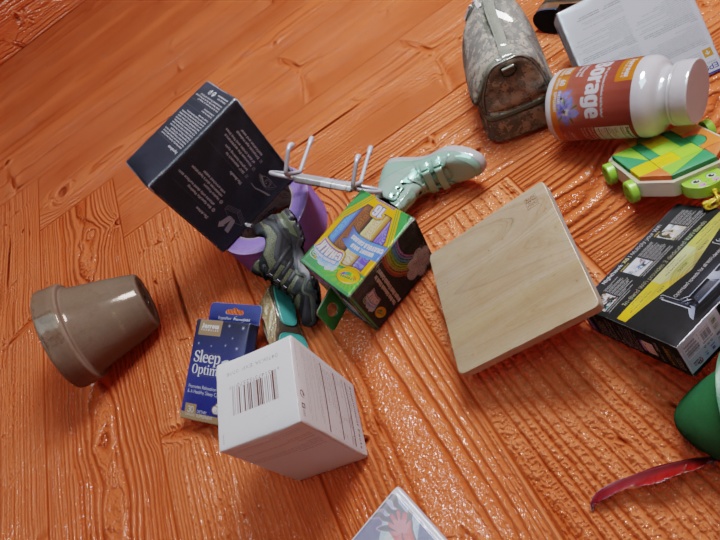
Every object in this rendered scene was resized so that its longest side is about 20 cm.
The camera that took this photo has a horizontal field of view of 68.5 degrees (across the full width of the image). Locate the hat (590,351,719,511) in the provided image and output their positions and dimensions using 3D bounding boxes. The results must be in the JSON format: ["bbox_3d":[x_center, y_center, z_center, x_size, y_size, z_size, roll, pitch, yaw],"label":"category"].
[{"bbox_3d":[0.382,0.175,0.600,0.197,0.176,0.168,4,67,-21],"label":"hat"}]

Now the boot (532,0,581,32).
[{"bbox_3d":[0.423,-0.489,0.958,0.199,0.075,0.098,22,75,37],"label":"boot"}]

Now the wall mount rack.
[{"bbox_3d":[-0.051,-0.185,0.914,0.197,0.174,0.076,11,106,5],"label":"wall mount rack"}]

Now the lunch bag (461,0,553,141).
[{"bbox_3d":[0.246,-0.354,0.904,0.138,0.168,0.202,-15,55,17],"label":"lunch bag"}]

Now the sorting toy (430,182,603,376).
[{"bbox_3d":[0.210,0.020,0.725,0.199,0.069,0.201,-35,47,30],"label":"sorting toy"}]

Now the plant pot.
[{"bbox_3d":[-0.487,0.092,1.005,0.173,0.201,0.201,-26,50,-12],"label":"plant pot"}]

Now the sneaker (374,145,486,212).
[{"bbox_3d":[0.113,-0.140,0.899,0.198,0.074,0.119,-2,53,37],"label":"sneaker"}]

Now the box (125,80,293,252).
[{"bbox_3d":[-0.254,-0.177,0.924,0.200,0.197,0.117,-47,52,-7],"label":"box"}]

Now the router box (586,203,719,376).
[{"bbox_3d":[0.390,0.012,0.636,0.200,0.052,0.157,-44,21,-3],"label":"router box"}]

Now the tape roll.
[{"bbox_3d":[-0.169,-0.095,1.010,0.197,0.085,0.202,-12,57,19],"label":"tape roll"}]

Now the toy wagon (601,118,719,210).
[{"bbox_3d":[0.435,-0.146,0.724,0.154,0.040,0.201,-24,28,12],"label":"toy wagon"}]

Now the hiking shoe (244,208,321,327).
[{"bbox_3d":[-0.128,0.004,0.892,0.099,0.076,0.203,-16,87,1],"label":"hiking shoe"}]

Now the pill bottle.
[{"bbox_3d":[0.386,-0.252,0.777,0.199,0.112,0.113,12,65,49],"label":"pill bottle"}]

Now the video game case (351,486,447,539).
[{"bbox_3d":[0.052,0.402,0.630,0.182,0.023,0.200,-47,52,-6],"label":"video game case"}]

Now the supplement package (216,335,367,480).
[{"bbox_3d":[-0.088,0.194,0.716,0.116,0.200,0.118,-23,53,12],"label":"supplement package"}]

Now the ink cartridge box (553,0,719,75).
[{"bbox_3d":[0.449,-0.371,0.866,0.194,0.043,0.202,-22,87,12],"label":"ink cartridge box"}]

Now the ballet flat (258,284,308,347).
[{"bbox_3d":[-0.130,0.114,0.885,0.065,0.070,0.202,-45,43,30],"label":"ballet flat"}]

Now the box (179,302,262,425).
[{"bbox_3d":[-0.235,0.153,0.891,0.120,0.032,0.203,1,76,28],"label":"box"}]

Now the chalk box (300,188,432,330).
[{"bbox_3d":[0.000,0.000,0.840,0.200,0.125,0.124,-48,52,-9],"label":"chalk box"}]
